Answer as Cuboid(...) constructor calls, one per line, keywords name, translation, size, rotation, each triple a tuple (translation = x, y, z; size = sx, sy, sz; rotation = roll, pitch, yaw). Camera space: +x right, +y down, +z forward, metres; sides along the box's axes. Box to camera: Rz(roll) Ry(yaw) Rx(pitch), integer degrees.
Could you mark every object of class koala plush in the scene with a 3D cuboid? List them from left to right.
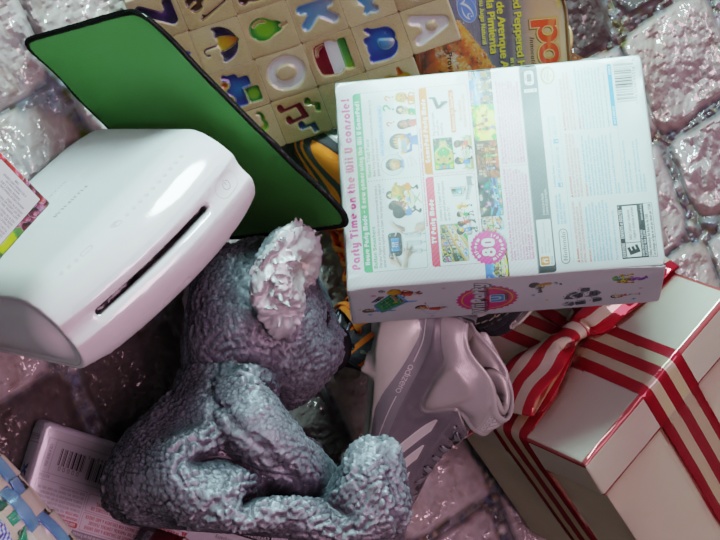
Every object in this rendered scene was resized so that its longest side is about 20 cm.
Cuboid(name="koala plush", translation=(-0.070, 0.069, 1.542), size=(0.184, 0.177, 0.200), rotation=(7, 84, -22))

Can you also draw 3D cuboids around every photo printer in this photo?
Cuboid(name="photo printer", translation=(-0.161, -0.016, 1.476), size=(0.166, 0.200, 0.069), rotation=(-46, 113, -19))

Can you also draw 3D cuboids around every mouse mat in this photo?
Cuboid(name="mouse mat", translation=(-0.111, -0.088, 1.523), size=(0.200, 0.161, 0.008), rotation=(46, 64, -24))

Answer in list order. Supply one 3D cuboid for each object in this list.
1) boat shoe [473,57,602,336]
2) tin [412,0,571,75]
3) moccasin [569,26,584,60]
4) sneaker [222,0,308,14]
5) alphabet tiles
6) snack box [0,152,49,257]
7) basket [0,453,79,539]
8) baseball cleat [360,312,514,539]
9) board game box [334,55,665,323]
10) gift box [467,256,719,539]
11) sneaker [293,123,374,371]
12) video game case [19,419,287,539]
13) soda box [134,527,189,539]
Cuboid(name="boat shoe", translation=(0.121, -0.049, 1.622), size=(0.200, 0.076, 0.060), rotation=(-55, 144, -4))
Cuboid(name="tin", translation=(0.088, -0.122, 1.638), size=(0.112, 0.042, 0.200), rotation=(-10, 112, -11))
Cuboid(name="moccasin", translation=(0.107, -0.144, 1.693), size=(0.201, 0.078, 0.074), rotation=(24, 81, -29))
Cuboid(name="sneaker", translation=(-0.048, -0.205, 1.584), size=(0.200, 0.076, 0.081), rotation=(9, 96, -2))
Cuboid(name="alphabet tiles", translation=(-0.043, -0.163, 1.568), size=(0.200, 0.006, 0.167), rotation=(-18, 119, 6))
Cuboid(name="snack box", translation=(-0.280, -0.008, 1.407), size=(0.142, 0.200, 0.053), rotation=(-50, 115, -18))
Cuboid(name="basket", translation=(-0.258, 0.216, 1.460), size=(0.176, 0.139, 0.200), rotation=(47, 70, -6))
Cuboid(name="baseball cleat", translation=(0.046, 0.112, 1.603), size=(0.070, 0.106, 0.200), rotation=(-65, 161, -53))
Cuboid(name="board game box", translation=(0.087, -0.051, 1.545), size=(0.200, 0.064, 0.148), rotation=(-4, 68, 2))
Cuboid(name="gift box", translation=(0.165, 0.097, 1.686), size=(0.185, 0.200, 0.187), rotation=(-50, 130, -21))
Cuboid(name="sneaker", translation=(0.000, 0.000, 1.642), size=(0.112, 0.078, 0.200), rotation=(-43, 103, -11))
Cuboid(name="video game case", translation=(-0.152, 0.213, 1.597), size=(0.200, 0.022, 0.182), rotation=(21, 82, -30))
Cuboid(name="soda box", translation=(-0.151, 0.268, 1.552), size=(0.070, 0.063, 0.200), rotation=(36, 75, -27))
